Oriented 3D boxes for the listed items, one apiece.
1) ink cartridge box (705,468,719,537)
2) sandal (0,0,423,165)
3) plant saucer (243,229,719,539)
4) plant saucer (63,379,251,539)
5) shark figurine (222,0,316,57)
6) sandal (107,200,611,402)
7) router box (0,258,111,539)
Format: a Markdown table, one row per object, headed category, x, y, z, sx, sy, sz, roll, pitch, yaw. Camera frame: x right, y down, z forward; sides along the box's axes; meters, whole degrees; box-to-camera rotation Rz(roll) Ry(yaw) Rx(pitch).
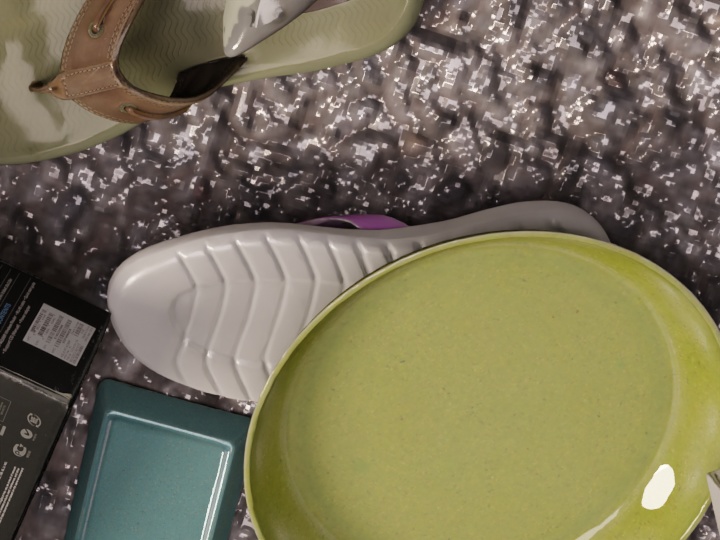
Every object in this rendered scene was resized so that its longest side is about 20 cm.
| category | x | y | z | sx | sy | sz | roll | pitch | yaw |
| --- | --- | --- | --- | --- | --- | --- | --- | --- | --- |
| ink cartridge box | 0.235 | 0.158 | 0.854 | 0.145 | 0.083 | 0.202 | -18 | 107 | -4 |
| sandal | -0.074 | -0.095 | 0.821 | 0.199 | 0.057 | 0.080 | -17 | 106 | 9 |
| plant saucer | 0.050 | 0.064 | 0.854 | 0.198 | 0.031 | 0.202 | -5 | 122 | -9 |
| plant saucer | -0.101 | 0.148 | 0.924 | 0.069 | 0.019 | 0.202 | 15 | 109 | -1 |
| shark figurine | 0.044 | -0.156 | 0.753 | 0.089 | 0.129 | 0.214 | 32 | 142 | -29 |
| sandal | 0.000 | 0.006 | 0.857 | 0.200 | 0.050 | 0.083 | -3 | 123 | -7 |
| router box | -0.203 | 0.071 | 0.855 | 0.149 | 0.062 | 0.201 | 25 | 125 | -5 |
